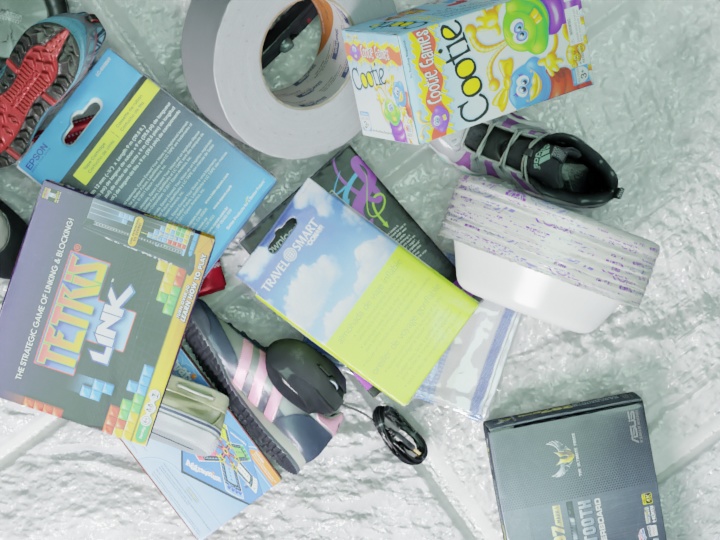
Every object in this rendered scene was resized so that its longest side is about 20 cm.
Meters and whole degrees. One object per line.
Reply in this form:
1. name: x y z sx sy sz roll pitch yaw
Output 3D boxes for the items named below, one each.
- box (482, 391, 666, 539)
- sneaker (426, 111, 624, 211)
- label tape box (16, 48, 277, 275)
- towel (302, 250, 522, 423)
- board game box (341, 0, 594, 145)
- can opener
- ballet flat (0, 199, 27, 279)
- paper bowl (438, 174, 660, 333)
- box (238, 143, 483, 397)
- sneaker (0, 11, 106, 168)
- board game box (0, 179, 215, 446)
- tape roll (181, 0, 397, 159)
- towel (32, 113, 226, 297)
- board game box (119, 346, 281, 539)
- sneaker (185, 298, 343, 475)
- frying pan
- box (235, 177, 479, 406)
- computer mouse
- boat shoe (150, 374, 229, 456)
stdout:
1. box: 0.214 0.232 1.767 0.157 0.051 0.201 -10 95 -2
2. sneaker: 0.158 -0.112 1.691 0.199 0.140 0.078 18 92 -6
3. label tape box: -0.199 -0.090 1.689 0.200 0.066 0.144 38 88 -4
4. towel: 0.055 0.049 1.756 0.199 0.024 0.148 20 92 -5
5. board game box: 0.100 -0.196 1.658 0.199 0.105 0.104 -20 109 -26
6. can opener: -0.068 -0.250 1.707 0.200 0.079 0.063 -42 88 -9
7. ballet flat: -0.386 -0.061 1.693 0.200 0.073 0.073 43 90 -6
8. paper bowl: 0.169 -0.010 1.670 0.200 0.201 0.105 21 93 -5
9. box: 0.000 0.000 1.724 0.143 0.036 0.200 -41 93 -5
10. sneaker: -0.302 -0.168 1.675 0.200 0.096 0.079 -36 97 35
11. board game box: -0.239 0.038 1.631 0.164 0.057 0.201 18 91 -7
12. tape roll: -0.063 -0.207 1.660 0.199 0.066 0.201 -14 117 -30
13. towel: -0.222 -0.055 1.729 0.144 0.022 0.201 -17 95 -4
14. board game box: -0.176 0.154 1.749 0.103 0.019 0.200 -36 96 1
15. sneaker: -0.097 0.096 1.735 0.082 0.070 0.200 -38 98 -19
16. frying pan: -0.309 -0.269 1.706 0.115 0.031 0.190 38 94 -7
17. box: -0.004 0.020 1.681 0.200 0.048 0.122 37 85 -3
18. computer mouse: -0.008 0.125 1.724 0.200 0.059 0.034 33 134 -23
19. boat shoe: -0.220 0.112 1.708 0.199 0.072 0.062 25 67 -7
